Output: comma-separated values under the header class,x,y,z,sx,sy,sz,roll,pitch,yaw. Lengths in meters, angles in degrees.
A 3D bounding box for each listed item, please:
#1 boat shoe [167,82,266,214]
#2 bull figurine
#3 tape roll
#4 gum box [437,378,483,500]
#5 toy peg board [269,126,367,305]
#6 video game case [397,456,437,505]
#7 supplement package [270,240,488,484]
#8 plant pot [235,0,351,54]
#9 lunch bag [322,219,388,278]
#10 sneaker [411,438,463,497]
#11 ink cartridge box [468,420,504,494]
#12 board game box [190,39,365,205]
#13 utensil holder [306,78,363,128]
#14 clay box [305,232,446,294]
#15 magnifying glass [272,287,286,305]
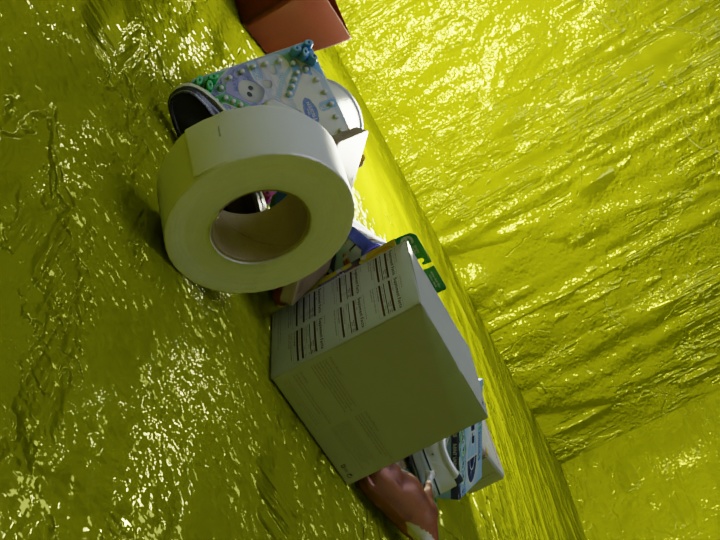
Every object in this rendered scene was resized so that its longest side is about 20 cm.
class,x,y,z,sx,sy,sz,roll,pitch,yaw
boat shoe,-0.172,-0.133,1.135,0.068,0.071,0.203,-85,150,-71
bull figurine,0.059,0.299,1.230,0.201,0.064,0.123,55,20,-31
tape roll,-0.108,-0.069,0.954,0.203,0.199,0.072,50,17,-50
gum box,0.164,0.271,1.538,0.200,0.044,0.174,5,86,-73
toy peg board,-0.079,-0.087,1.180,0.096,0.204,0.199,18,15,7
video game case,0.069,0.304,1.397,0.184,0.022,0.200,61,11,-14
supplement package,0.021,0.113,1.143,0.193,0.197,0.148,57,12,-28
plant pot,-0.156,-0.556,1.916,0.200,0.174,0.203,43,22,-60
lunch bag,0.000,0.000,1.405,0.170,0.123,0.202,39,-17,44
sneaker,0.100,0.241,1.415,0.073,0.069,0.204,84,-11,-68
ink cartridge box,0.190,0.311,1.784,0.200,0.086,0.147,50,17,-43
board game box,-0.112,-0.210,1.312,0.203,0.197,0.026,64,-25,4
utensil holder,-0.090,-0.218,1.474,0.172,0.168,0.200,62,13,-6
clay box,0.013,0.042,1.267,0.116,0.197,0.048,55,13,-32
magnifying glass,-0.109,-0.013,1.291,0.080,0.022,0.201,58,13,-27
